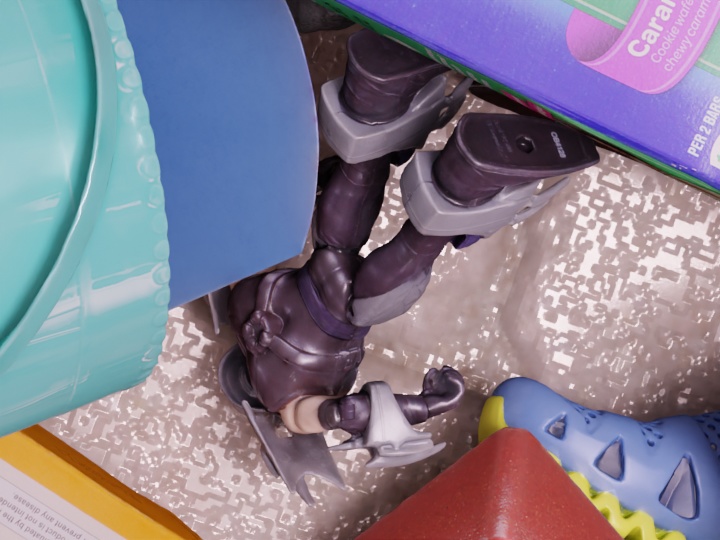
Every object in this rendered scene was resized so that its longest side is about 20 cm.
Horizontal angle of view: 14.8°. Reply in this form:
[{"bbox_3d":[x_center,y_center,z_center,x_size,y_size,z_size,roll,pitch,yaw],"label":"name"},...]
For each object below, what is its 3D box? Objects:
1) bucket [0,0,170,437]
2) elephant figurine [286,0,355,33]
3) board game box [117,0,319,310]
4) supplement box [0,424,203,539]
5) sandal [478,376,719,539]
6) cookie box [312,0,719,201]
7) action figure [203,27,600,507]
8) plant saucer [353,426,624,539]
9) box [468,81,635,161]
[{"bbox_3d":[-0.154,-0.032,0.885,0.134,0.207,0.208,-15,96,-22],"label":"bucket"},{"bbox_3d":[-0.003,-0.187,0.987,0.155,0.141,0.201,-1,100,-24],"label":"elephant figurine"},{"bbox_3d":[-0.090,-0.062,0.987,0.200,0.039,0.158,-23,91,35],"label":"board game box"},{"bbox_3d":[-0.156,0.150,0.989,0.126,0.073,0.200,37,86,-32],"label":"supplement box"},{"bbox_3d":[0.136,0.084,1.055,0.200,0.079,0.087,27,82,-17],"label":"sandal"},{"bbox_3d":[0.071,-0.136,0.868,0.199,0.075,0.172,26,90,8],"label":"cookie box"},{"bbox_3d":[0.000,0.000,0.983,0.069,0.200,0.130,-15,64,-37],"label":"action figure"},{"bbox_3d":[0.045,0.190,1.022,0.199,0.037,0.200,-38,98,19],"label":"plant saucer"},{"bbox_3d":[0.170,-0.104,0.999,0.199,0.164,0.166,21,90,-10],"label":"box"}]
